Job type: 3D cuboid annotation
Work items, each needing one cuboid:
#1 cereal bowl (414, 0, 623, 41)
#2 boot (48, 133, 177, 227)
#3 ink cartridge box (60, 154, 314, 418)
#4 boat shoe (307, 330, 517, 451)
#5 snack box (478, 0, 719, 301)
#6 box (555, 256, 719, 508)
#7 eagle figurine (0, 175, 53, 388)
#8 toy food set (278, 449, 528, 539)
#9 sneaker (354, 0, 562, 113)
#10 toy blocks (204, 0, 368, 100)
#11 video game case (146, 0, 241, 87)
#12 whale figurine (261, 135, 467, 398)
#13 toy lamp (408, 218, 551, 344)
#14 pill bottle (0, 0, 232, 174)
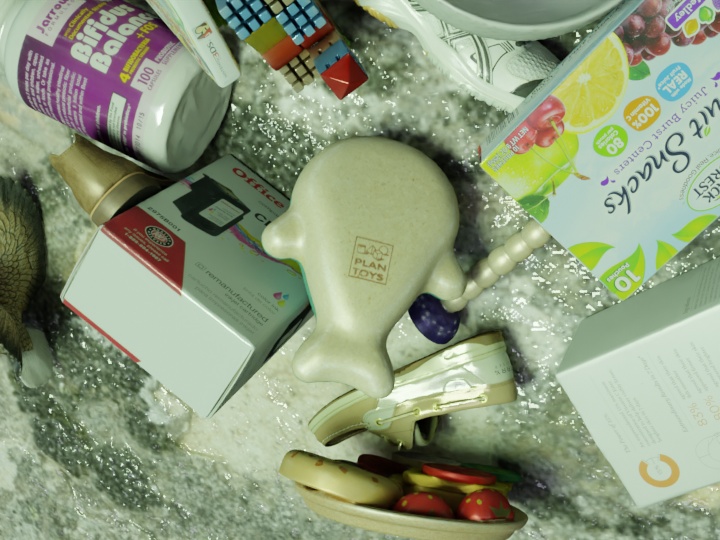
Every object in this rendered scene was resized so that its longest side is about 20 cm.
[{"bbox_3d":[0.097,-0.240,0.681,0.199,0.083,0.201,0,87,-5],"label":"cereal bowl"},{"bbox_3d":[-0.198,-0.069,0.876,0.075,0.200,0.074,43,85,2],"label":"boot"},{"bbox_3d":[-0.113,0.003,0.850,0.146,0.200,0.083,38,120,4],"label":"ink cartridge box"},{"bbox_3d":[0.041,0.116,0.899,0.200,0.074,0.067,-29,78,32],"label":"boat shoe"},{"bbox_3d":[0.196,-0.099,0.707,0.142,0.053,0.200,41,108,-12],"label":"snack box"},{"bbox_3d":[0.263,0.068,0.767,0.200,0.097,0.125,-28,100,31],"label":"box"},{"bbox_3d":[-0.350,0.032,0.999,0.152,0.151,0.200,51,131,8],"label":"eagle figurine"},{"bbox_3d":[0.039,0.179,0.877,0.199,0.198,0.049,7,86,12],"label":"toy food set"},{"bbox_3d":[0.077,-0.188,0.748,0.200,0.076,0.088,37,123,5],"label":"sneaker"},{"bbox_3d":[-0.067,-0.192,0.729,0.100,0.137,0.200,-35,124,9],"label":"toy blocks"},{"bbox_3d":[-0.167,-0.242,0.750,0.200,0.023,0.182,50,172,36],"label":"video game case"},{"bbox_3d":[0.000,0.000,0.813,0.158,0.201,0.104,13,159,-8],"label":"whale figurine"},{"bbox_3d":[0.118,-0.017,0.820,0.058,0.058,0.200,49,124,-3],"label":"toy lamp"},{"bbox_3d":[-0.214,-0.167,0.869,0.199,0.112,0.113,26,121,11],"label":"pill bottle"}]
